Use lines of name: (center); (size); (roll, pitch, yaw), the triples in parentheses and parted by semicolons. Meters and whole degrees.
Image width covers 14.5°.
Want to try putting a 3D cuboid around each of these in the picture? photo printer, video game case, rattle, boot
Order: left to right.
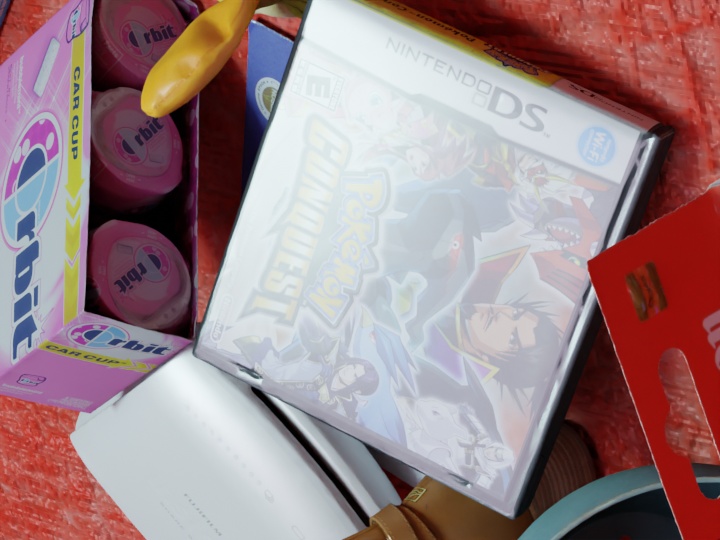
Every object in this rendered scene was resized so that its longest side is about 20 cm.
rattle: (-0.088, -0.195, 1.322); (0.130, 0.143, 0.200); (27, 140, 58)
photo printer: (-0.061, 0.108, 1.487); (0.166, 0.069, 0.200); (50, 155, -4)
video game case: (0.029, -0.011, 1.316); (0.180, 0.025, 0.200); (26, 111, 17)
boot: (0.060, 0.187, 1.382); (0.074, 0.154, 0.201); (0, 112, 54)

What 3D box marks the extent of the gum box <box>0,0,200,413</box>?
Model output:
gum box: (-0.136, -0.043, 1.446); (0.113, 0.066, 0.201); (-34, 49, 50)

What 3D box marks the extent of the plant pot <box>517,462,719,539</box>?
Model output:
plant pot: (0.138, 0.173, 1.295); (0.135, 0.200, 0.201); (-123, 13, -76)

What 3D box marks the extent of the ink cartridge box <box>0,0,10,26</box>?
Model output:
ink cartridge box: (-0.290, -0.113, 1.529); (0.068, 0.200, 0.116); (46, 138, 15)

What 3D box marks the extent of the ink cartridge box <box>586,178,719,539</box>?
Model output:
ink cartridge box: (0.195, 0.027, 1.108); (0.057, 0.200, 0.163); (-5, 110, 50)

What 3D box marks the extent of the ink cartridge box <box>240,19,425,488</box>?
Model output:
ink cartridge box: (0.000, 0.000, 1.423); (0.200, 0.043, 0.197); (29, 132, 30)
